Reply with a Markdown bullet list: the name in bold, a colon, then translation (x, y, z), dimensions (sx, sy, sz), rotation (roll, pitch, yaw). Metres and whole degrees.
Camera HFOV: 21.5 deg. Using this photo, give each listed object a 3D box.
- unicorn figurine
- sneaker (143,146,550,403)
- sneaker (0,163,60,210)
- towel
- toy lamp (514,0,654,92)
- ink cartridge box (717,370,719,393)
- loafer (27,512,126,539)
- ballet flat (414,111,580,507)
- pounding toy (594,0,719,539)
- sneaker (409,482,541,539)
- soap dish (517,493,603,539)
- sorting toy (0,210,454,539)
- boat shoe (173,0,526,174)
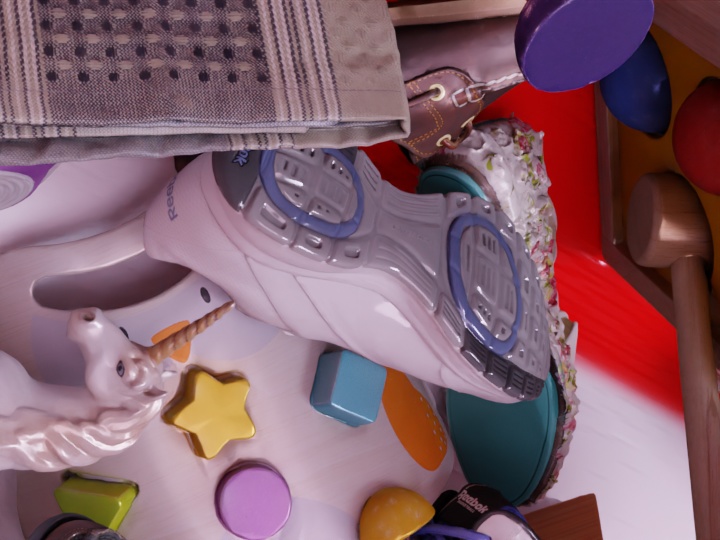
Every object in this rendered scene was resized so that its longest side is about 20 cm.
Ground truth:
- **unicorn figurine**: translation (-0.167, 0.055, 0.741), dimensions (0.137, 0.074, 0.200), rotation (37, 65, 4)
- **sneaker**: translation (0.000, 0.000, 0.775), dimensions (0.200, 0.075, 0.087), rotation (33, 143, -32)
- **sneaker**: translation (-0.135, -0.085, 0.737), dimensions (0.199, 0.100, 0.075), rotation (-24, 163, 10)
- **towel**: translation (-0.090, -0.123, 0.673), dimensions (0.191, 0.201, 0.035), rotation (-1, 151, -22)
- **toy lamp**: translation (0.036, -0.155, 0.690), dimensions (0.058, 0.201, 0.058), rotation (-20, 147, -14)
- **ink cartridge box**: translation (0.295, 0.049, 0.951), dimensions (0.200, 0.088, 0.146), rotation (-37, 122, 1)
- **loafer**: translation (-0.113, 0.198, 0.739), dimensions (0.072, 0.063, 0.201), rotation (25, 73, -51)
- **ballet flat**: translation (0.072, 0.018, 0.864), dimensions (0.064, 0.075, 0.201), rotation (-41, 135, -39)
- **pounding toy**: translation (0.165, -0.024, 0.807), dimensions (0.141, 0.184, 0.201), rotation (-14, 119, -14)
- **sneaker**: translation (0.022, 0.151, 0.827), dimensions (0.198, 0.080, 0.116), rotation (3, 92, -22)
- **soap dish**: translation (0.040, 0.211, 0.933), dimensions (0.199, 0.081, 0.158), rotation (-17, 119, -12)
- **sorting toy**: translation (-0.071, 0.052, 0.820), dimensions (0.199, 0.107, 0.181), rotation (-26, 102, -8)
- **boat shoe**: translation (0.015, -0.079, 0.785), dimensions (0.199, 0.070, 0.071), rotation (-9, 97, -7)
